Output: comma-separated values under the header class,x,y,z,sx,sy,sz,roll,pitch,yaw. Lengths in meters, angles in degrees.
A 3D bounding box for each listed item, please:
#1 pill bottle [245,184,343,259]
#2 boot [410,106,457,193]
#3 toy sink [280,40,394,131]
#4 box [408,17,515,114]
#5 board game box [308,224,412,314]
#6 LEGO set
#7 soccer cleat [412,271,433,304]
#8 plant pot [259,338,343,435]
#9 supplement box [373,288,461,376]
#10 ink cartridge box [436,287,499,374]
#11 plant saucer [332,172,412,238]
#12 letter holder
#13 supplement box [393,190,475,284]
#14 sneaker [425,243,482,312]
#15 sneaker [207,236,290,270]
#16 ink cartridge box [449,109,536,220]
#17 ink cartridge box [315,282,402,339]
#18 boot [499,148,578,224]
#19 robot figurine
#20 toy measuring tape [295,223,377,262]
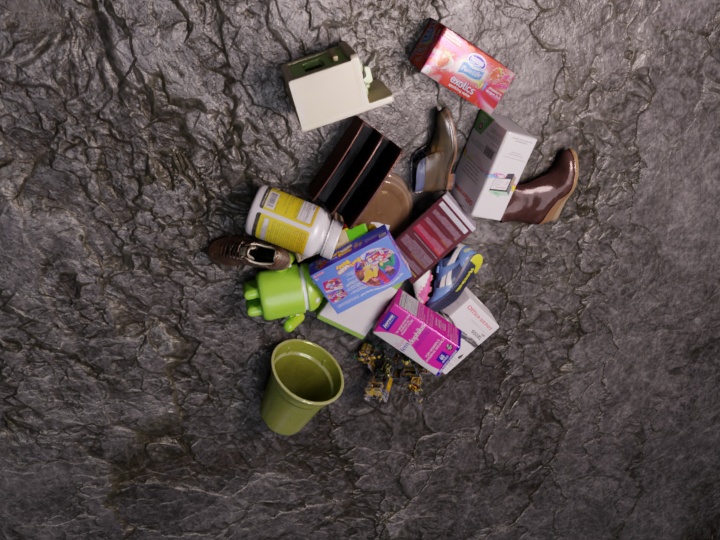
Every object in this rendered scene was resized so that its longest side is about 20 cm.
class,x,y,z,sx,sy,sz,roll,pitch,yaw
pill bottle,-0.142,-0.099,1.426,0.197,0.113,0.114,22,115,-3
boot,0.161,-0.261,1.473,0.095,0.075,0.203,-14,125,-11
toy sink,-0.048,-0.379,1.308,0.197,0.131,0.113,-18,124,-3
box,0.212,-0.426,1.373,0.198,0.096,0.100,23,111,-27
board game box,0.000,0.000,1.486,0.198,0.045,0.135,-27,127,9
LEGO set,0.075,0.276,1.708,0.196,0.117,0.155,4,135,18
soccer cleat,0.141,-0.011,1.632,0.085,0.070,0.203,5,118,0
plant pot,-0.169,0.312,1.672,0.197,0.202,0.185,16,127,-24
supplement box,0.143,0.151,1.626,0.198,0.104,0.102,34,113,-3
ink cartridge box,0.245,0.155,1.743,0.200,0.085,0.144,-43,121,12
plant saucer,0.032,-0.138,1.538,0.196,0.030,0.203,-8,123,-13
letter holder,-0.012,-0.206,1.394,0.100,0.142,0.201,31,102,-20
supplement box,0.161,-0.077,1.528,0.200,0.061,0.109,-41,95,18
sneaker,0.225,0.019,1.661,0.073,0.082,0.201,9,122,-54
sneaker,-0.253,-0.045,1.444,0.196,0.076,0.072,6,79,11
ink cartridge box,0.294,-0.237,1.482,0.083,0.145,0.203,9,118,-23
ink cartridge box,-0.003,0.050,1.614,0.146,0.076,0.201,27,109,-28
boot,0.430,-0.200,1.588,0.163,0.073,0.203,-2,124,-17
robot figurine,-0.174,0.048,1.538,0.196,0.116,0.179,-11,110,-10
toy measuring tape,-0.051,-0.060,1.510,0.197,0.074,0.074,-22,125,10
